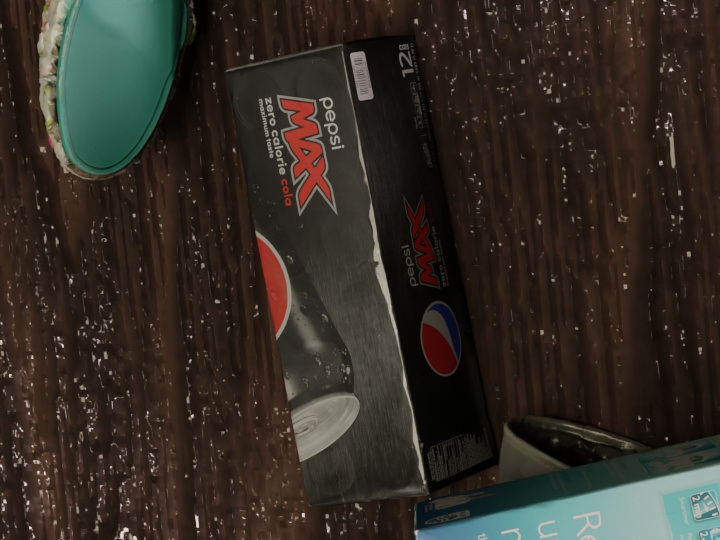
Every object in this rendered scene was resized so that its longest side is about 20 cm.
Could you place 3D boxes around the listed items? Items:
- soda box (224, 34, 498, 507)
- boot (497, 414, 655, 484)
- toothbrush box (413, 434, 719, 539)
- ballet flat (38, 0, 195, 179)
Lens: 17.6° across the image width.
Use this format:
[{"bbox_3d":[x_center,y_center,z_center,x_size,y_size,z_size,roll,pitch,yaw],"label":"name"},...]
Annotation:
[{"bbox_3d":[0.000,0.000,1.042,0.070,0.063,0.202,-9,93,33],"label":"soda box"},{"bbox_3d":[0.119,0.182,1.005,0.181,0.072,0.202,22,103,25],"label":"boot"},{"bbox_3d":[0.131,0.146,0.922,0.198,0.085,0.148,-12,92,1],"label":"toothbrush box"},{"bbox_3d":[-0.115,-0.146,1.088,0.064,0.075,0.202,31,114,62],"label":"ballet flat"}]
